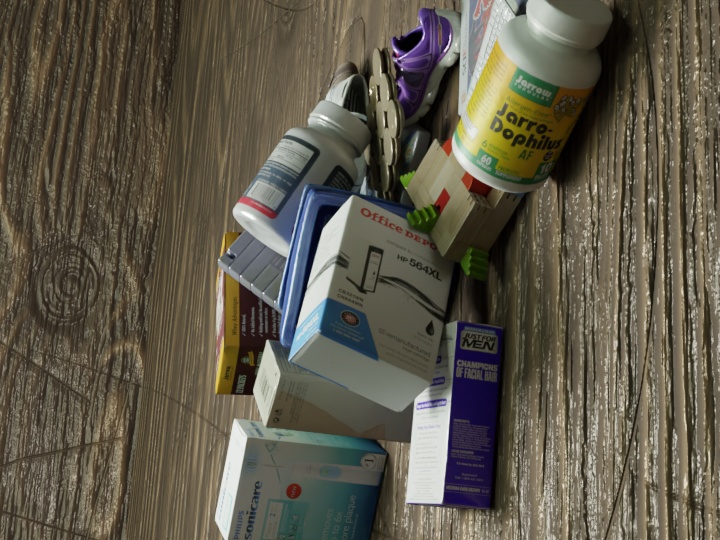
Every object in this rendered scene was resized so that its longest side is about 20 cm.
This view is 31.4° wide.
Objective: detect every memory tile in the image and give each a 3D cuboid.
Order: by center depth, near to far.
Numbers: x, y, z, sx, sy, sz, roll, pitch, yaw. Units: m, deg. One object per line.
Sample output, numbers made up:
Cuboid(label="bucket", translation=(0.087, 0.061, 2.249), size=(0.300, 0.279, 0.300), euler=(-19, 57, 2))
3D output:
Cuboid(label="memory tile", translation=(0.032, -0.186, 1.733), size=(0.201, 0.017, 0.154), euler=(97, 164, -49))

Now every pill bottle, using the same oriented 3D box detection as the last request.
Cuboid(label="pill bottle", translation=(0.178, -0.189, 1.309), size=(0.113, 0.112, 0.201), euler=(-103, 29, -48))
Cuboid(label="pill bottle", translation=(-0.073, -0.126, 1.752), size=(0.201, 0.119, 0.119), euler=(-56, 16, -11))

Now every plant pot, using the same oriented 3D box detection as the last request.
Cuboid(label="plant pot", translation=(0.000, 0.000, 1.628), size=(0.180, 0.198, 0.202), euler=(-129, 51, -74))

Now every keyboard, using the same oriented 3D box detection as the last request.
Cuboid(label="keyboard", translation=(0.149, -0.227, 1.499), size=(0.056, 0.011, 0.201), euler=(59, 150, 36))

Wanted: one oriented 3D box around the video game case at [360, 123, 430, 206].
Cuboid(label="video game case", translation=(0.039, -0.122, 1.824), size=(0.182, 0.022, 0.202), euler=(-129, 51, -65))

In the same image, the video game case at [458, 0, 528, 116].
Cuboid(label="video game case", translation=(0.168, -0.304, 1.533), size=(0.200, 0.023, 0.184), euler=(142, 134, -63))

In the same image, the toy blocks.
Cuboid(label="toy blocks", translation=(0.126, -0.104, 1.474), size=(0.137, 0.099, 0.200), euler=(-60, 30, 24))

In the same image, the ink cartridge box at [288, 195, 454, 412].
Cuboid(label="ink cartridge box", translation=(0.017, 0.034, 1.442), size=(0.084, 0.145, 0.201), euler=(-48, 23, 49))

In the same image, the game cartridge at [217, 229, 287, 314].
Cuboid(label="game cartridge", translation=(-0.090, -0.043, 1.814), size=(0.200, 0.129, 0.038), euler=(-49, -11, -21))

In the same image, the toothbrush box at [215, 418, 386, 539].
Cuboid(label="toothbrush box", translation=(-0.081, 0.289, 1.709), size=(0.085, 0.198, 0.148), euler=(-148, 69, -70))

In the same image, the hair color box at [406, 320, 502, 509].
Cuboid(label="hair color box", translation=(0.105, 0.164, 1.434), size=(0.109, 0.064, 0.202), euler=(156, 120, -69))

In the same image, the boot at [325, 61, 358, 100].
Cuboid(label="boot", translation=(-0.043, -0.236, 2.071), size=(0.200, 0.070, 0.147), euler=(133, 148, -57))

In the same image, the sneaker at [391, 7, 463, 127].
Cuboid(label="sneaker", translation=(0.070, -0.277, 1.707), size=(0.200, 0.083, 0.081), euler=(119, 159, -45))

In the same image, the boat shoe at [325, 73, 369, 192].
Cuboid(label="boat shoe", translation=(-0.018, -0.209, 1.891), size=(0.067, 0.073, 0.201), euler=(-43, 43, 42))

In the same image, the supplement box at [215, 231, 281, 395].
Cuboid(label="supplement box", translation=(-0.106, 0.066, 1.857), size=(0.133, 0.198, 0.199), euler=(107, 163, -54))

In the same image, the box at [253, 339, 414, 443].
Cuboid(label="box", translation=(-0.025, 0.152, 1.607), size=(0.095, 0.198, 0.078), euler=(-117, 41, -61))
